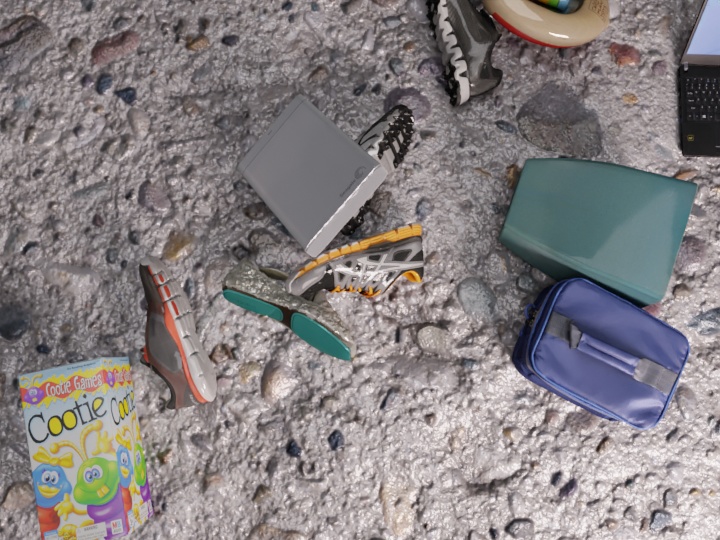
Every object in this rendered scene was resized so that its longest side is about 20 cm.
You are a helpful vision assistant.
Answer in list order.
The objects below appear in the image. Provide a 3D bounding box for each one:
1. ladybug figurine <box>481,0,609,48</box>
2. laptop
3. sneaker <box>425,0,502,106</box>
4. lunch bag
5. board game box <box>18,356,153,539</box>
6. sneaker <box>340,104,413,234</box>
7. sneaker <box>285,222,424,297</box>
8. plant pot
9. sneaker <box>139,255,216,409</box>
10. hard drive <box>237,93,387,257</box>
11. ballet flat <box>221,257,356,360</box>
[{"bbox_3d":[0.241,-0.363,0.900,0.196,0.072,0.138,25,70,-4],"label":"ladybug figurine"},{"bbox_3d":[0.528,-0.261,0.885,0.172,0.103,0.206,2,83,0],"label":"laptop"},{"bbox_3d":[0.144,-0.330,0.909,0.088,0.066,0.205,-12,87,-5],"label":"sneaker"},{"bbox_3d":[0.287,0.096,0.825,0.196,0.132,0.138,26,83,2],"label":"lunch bag"},{"bbox_3d":[-0.330,0.216,0.816,0.100,0.105,0.206,-11,84,-3],"label":"board game box"},{"bbox_3d":[-0.004,-0.143,0.874,0.089,0.067,0.202,20,67,30],"label":"sneaker"},{"bbox_3d":[0.000,0.000,0.849,0.196,0.078,0.079,-18,95,-18],"label":"sneaker"},{"bbox_3d":[0.283,-0.057,0.843,0.196,0.141,0.144,21,83,9],"label":"plant pot"},{"bbox_3d":[-0.253,0.083,0.850,0.080,0.077,0.204,-23,84,3],"label":"sneaker"},{"bbox_3d":[-0.067,-0.125,0.834,0.132,0.027,0.200,-47,50,5],"label":"hard drive"},{"bbox_3d":[-0.084,0.042,0.862,0.196,0.072,0.073,27,84,2],"label":"ballet flat"}]
